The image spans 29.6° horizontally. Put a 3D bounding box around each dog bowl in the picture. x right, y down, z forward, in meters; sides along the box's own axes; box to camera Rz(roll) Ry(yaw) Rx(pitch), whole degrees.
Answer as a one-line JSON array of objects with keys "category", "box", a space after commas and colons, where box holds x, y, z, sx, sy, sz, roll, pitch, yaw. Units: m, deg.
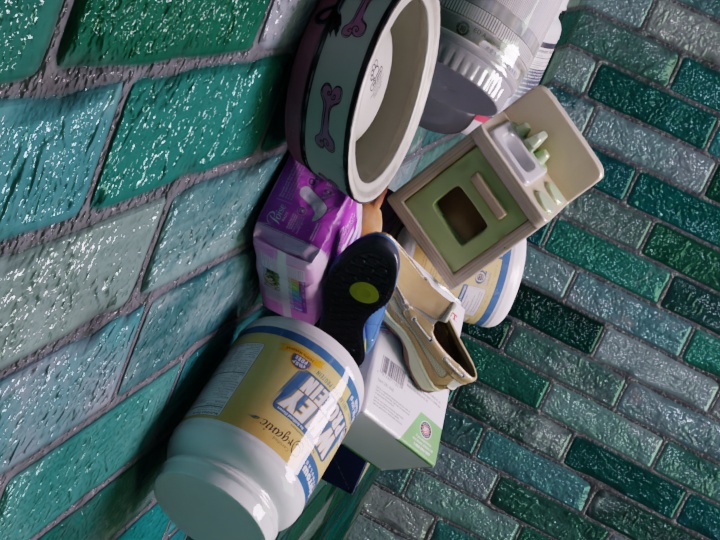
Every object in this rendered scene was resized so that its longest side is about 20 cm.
[{"category": "dog bowl", "box": [0.000, -0.165, 1.196, 0.200, 0.073, 0.202, 20, 90, -74]}]

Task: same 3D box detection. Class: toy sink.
[{"category": "toy sink", "box": [0.152, -0.094, 1.533, 0.199, 0.131, 0.112, -36, 180, 26]}]

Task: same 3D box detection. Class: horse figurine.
[{"category": "horse figurine", "box": [-0.016, -0.027, 1.495, 0.202, 0.050, 0.132, -63, -160, 2]}]

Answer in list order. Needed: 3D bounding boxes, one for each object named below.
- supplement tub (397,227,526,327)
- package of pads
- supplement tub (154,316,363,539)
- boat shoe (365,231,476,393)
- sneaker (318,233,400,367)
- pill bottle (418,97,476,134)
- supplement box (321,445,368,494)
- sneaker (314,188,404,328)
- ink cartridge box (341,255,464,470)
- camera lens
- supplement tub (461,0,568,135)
[{"category": "supplement tub", "box": [0.094, -0.019, 1.714, 0.145, 0.198, 0.147, -166, -90, -79]}, {"category": "package of pads", "box": [-0.049, -0.034, 1.342, 0.200, 0.075, 0.122, 92, 22, -69]}, {"category": "supplement tub", "box": [-0.097, 0.160, 1.323, 0.201, 0.143, 0.145, -58, 169, -37]}, {"category": "boat shoe", "box": [0.068, 0.040, 1.442, 0.201, 0.075, 0.072, 59, 41, -27]}, {"category": "sneaker", "box": [0.001, 0.014, 1.341, 0.201, 0.065, 0.079, 107, 3, -53]}, {"category": "pill bottle", "box": [0.119, -0.264, 1.566, 0.201, 0.110, 0.111, -59, 170, -28]}, {"category": "supplement box", "box": [-0.008, 0.159, 1.908, 0.202, 0.133, 0.200, -68, 172, 29]}, {"category": "sneaker", "box": [0.000, 0.000, 1.598, 0.076, 0.087, 0.202, 36, -78, 58]}, {"category": "ink cartridge box", "box": [0.032, 0.100, 1.517, 0.145, 0.083, 0.202, 40, 52, -41]}, {"category": "camera lens", "box": [0.119, -0.278, 1.368, 0.202, 0.159, 0.160, -63, 171, -6]}, {"category": "supplement tub", "box": [0.169, -0.277, 1.727, 0.202, 0.139, 0.140, -67, 170, 18]}]
